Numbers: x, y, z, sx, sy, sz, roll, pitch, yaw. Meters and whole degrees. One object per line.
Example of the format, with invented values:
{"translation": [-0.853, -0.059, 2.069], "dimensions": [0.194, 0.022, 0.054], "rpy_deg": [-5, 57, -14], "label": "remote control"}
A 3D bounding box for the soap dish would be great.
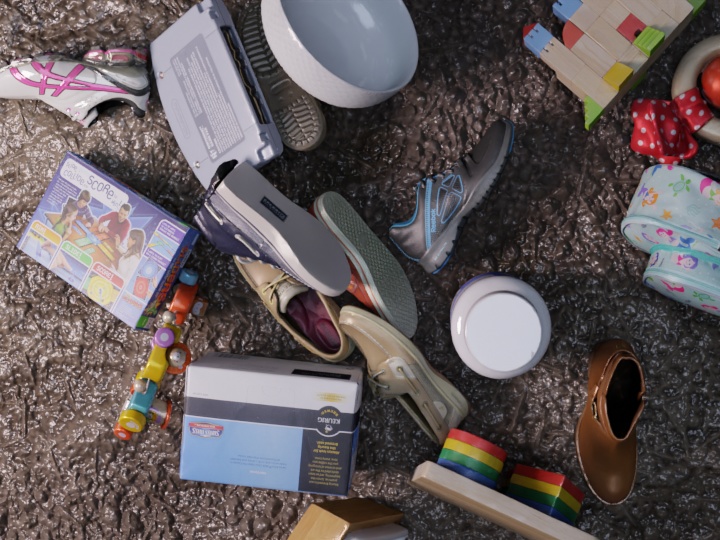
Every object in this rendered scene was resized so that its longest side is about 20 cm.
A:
{"translation": [-0.035, 0.338, 1.254], "dimensions": [0.081, 0.200, 0.158], "rpy_deg": [35, 94, 21], "label": "soap dish"}

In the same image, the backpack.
{"translation": [0.390, -0.034, 1.217], "dimensions": [0.198, 0.178, 0.152], "rpy_deg": [29, 88, 6], "label": "backpack"}

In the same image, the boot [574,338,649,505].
{"translation": [0.294, 0.180, 1.238], "dimensions": [0.075, 0.155, 0.203], "rpy_deg": [5, 92, 3], "label": "boot"}

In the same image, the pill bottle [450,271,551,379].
{"translation": [0.156, 0.060, 1.222], "dimensions": [0.110, 0.200, 0.114], "rpy_deg": [0, 92, 4], "label": "pill bottle"}

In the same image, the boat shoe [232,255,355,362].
{"translation": [-0.079, 0.027, 1.304], "dimensions": [0.200, 0.066, 0.074], "rpy_deg": [44, 94, 2], "label": "boat shoe"}

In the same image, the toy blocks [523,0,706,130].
{"translation": [0.282, -0.283, 1.266], "dimensions": [0.137, 0.100, 0.200], "rpy_deg": [44, 95, 13], "label": "toy blocks"}

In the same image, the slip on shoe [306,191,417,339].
{"translation": [0.000, 0.000, 1.305], "dimensions": [0.061, 0.074, 0.201], "rpy_deg": [-33, 96, 39], "label": "slip on shoe"}

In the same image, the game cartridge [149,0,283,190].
{"translation": [-0.175, -0.200, 1.286], "dimensions": [0.132, 0.040, 0.202], "rpy_deg": [-26, 84, 35], "label": "game cartridge"}

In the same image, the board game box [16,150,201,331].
{"translation": [-0.303, -0.037, 1.305], "dimensions": [0.199, 0.034, 0.137], "rpy_deg": [32, 94, 20], "label": "board game box"}

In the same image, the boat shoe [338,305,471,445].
{"translation": [0.043, 0.122, 1.279], "dimensions": [0.200, 0.072, 0.065], "rpy_deg": [44, 72, -14], "label": "boat shoe"}

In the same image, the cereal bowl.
{"translation": [-0.033, -0.270, 1.251], "dimensions": [0.083, 0.199, 0.201], "rpy_deg": [-35, 89, 45], "label": "cereal bowl"}

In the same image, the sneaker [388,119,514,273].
{"translation": [0.110, -0.098, 1.284], "dimensions": [0.081, 0.073, 0.201], "rpy_deg": [33, 93, 3], "label": "sneaker"}

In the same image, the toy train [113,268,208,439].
{"translation": [-0.227, 0.106, 1.289], "dimensions": [0.055, 0.150, 0.202], "rpy_deg": [23, 101, -9], "label": "toy train"}

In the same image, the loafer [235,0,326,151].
{"translation": [-0.094, -0.226, 1.300], "dimensions": [0.075, 0.068, 0.203], "rpy_deg": [-20, 75, 5], "label": "loafer"}

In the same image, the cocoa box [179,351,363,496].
{"translation": [-0.100, 0.177, 1.276], "dimensions": [0.197, 0.133, 0.134], "rpy_deg": [5, 93, 3], "label": "cocoa box"}

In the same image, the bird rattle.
{"translation": [0.417, -0.192, 1.268], "dimensions": [0.197, 0.113, 0.166], "rpy_deg": [9, 81, 17], "label": "bird rattle"}

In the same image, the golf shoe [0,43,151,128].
{"translation": [-0.351, -0.218, 1.313], "dimensions": [0.197, 0.073, 0.094], "rpy_deg": [-4, 93, 4], "label": "golf shoe"}

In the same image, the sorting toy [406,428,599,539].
{"translation": [0.163, 0.246, 1.236], "dimensions": [0.198, 0.199, 0.070], "rpy_deg": [24, 77, 3], "label": "sorting toy"}

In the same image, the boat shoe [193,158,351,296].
{"translation": [-0.104, -0.033, 1.264], "dimensions": [0.200, 0.075, 0.093], "rpy_deg": [45, 135, -3], "label": "boat shoe"}
